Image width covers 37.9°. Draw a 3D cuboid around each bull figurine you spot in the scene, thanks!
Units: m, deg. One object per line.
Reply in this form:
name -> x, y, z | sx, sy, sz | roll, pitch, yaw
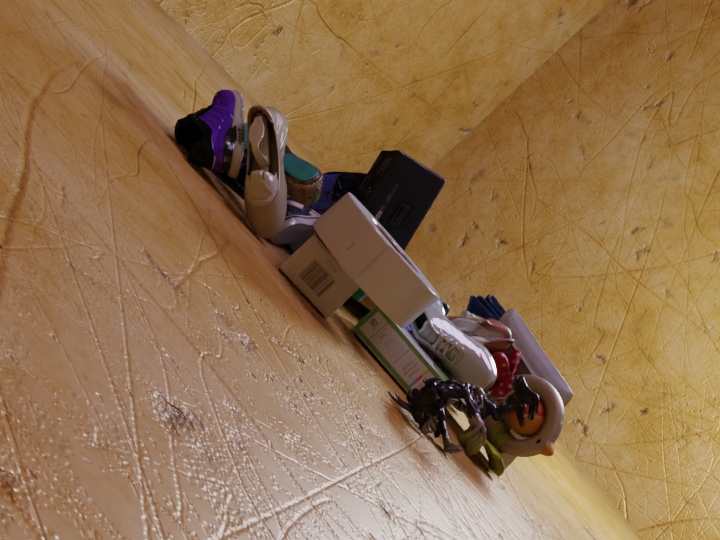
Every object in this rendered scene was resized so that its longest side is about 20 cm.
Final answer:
bull figurine -> 0.162, 0.104, 1.747 | 0.121, 0.065, 0.200 | 18, -16, -36

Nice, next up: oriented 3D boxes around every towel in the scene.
towel -> 0.199, 0.148, 1.865 | 0.048, 0.200, 0.112 | 3, 36, -37

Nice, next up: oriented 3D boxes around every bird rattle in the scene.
bird rattle -> 0.245, 0.223, 1.660 | 0.162, 0.201, 0.113 | 3, -27, 30

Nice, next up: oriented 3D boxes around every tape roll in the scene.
tape roll -> 0.022, -0.015, 1.490 | 0.203, 0.071, 0.202 | 49, 5, -6

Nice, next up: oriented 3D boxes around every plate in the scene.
plate -> 0.235, 0.197, 1.748 | 0.032, 0.200, 0.200 | 10, 38, -42

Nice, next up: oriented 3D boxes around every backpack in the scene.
backpack -> -0.026, -0.111, 2.102 | 0.199, 0.168, 0.163 | 10, -26, 38

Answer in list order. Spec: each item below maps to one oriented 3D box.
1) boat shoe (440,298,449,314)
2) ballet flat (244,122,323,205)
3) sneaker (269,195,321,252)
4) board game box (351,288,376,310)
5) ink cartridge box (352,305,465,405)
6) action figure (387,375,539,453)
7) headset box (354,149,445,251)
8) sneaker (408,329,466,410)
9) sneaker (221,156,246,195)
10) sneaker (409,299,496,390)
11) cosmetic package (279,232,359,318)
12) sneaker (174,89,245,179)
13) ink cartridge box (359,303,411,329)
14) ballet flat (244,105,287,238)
boat shoe -> 0.087, 0.028, 1.937 | 0.200, 0.062, 0.075 | 46, -17, 25
ballet flat -> -0.128, -0.158, 1.607 | 0.200, 0.070, 0.065 | 43, -32, 40
sneaker -> -0.108, -0.082, 1.663 | 0.080, 0.078, 0.200 | 55, 8, 14
board game box -> 0.000, 0.000, 1.803 | 0.153, 0.040, 0.200 | 36, 14, 2
ink cartridge box -> 0.077, 0.142, 1.609 | 0.200, 0.059, 0.104 | 48, 5, 3
action figure -> 0.140, 0.194, 1.426 | 0.119, 0.199, 0.103 | 138, -51, -72
headset box -> 0.041, -0.099, 1.701 | 0.093, 0.175, 0.200 | 31, 0, -10
sneaker -> 0.108, 0.161, 1.736 | 0.200, 0.079, 0.089 | 41, -12, -30
sneaker -> -0.172, -0.151, 1.704 | 0.078, 0.070, 0.200 | 44, 3, 23
sneaker -> 0.126, 0.110, 1.616 | 0.200, 0.070, 0.080 | 47, 19, 20
cosmetic package -> -0.052, 0.000, 1.554 | 0.101, 0.071, 0.200 | 47, 5, -3
sneaker -> -0.229, -0.219, 1.577 | 0.099, 0.070, 0.200 | 8, 36, -16
ink cartridge box -> 0.048, 0.082, 1.893 | 0.200, 0.043, 0.198 | 41, 8, -40
ballet flat -> -0.143, -0.149, 1.524 | 0.069, 0.069, 0.201 | 37, 49, -64
